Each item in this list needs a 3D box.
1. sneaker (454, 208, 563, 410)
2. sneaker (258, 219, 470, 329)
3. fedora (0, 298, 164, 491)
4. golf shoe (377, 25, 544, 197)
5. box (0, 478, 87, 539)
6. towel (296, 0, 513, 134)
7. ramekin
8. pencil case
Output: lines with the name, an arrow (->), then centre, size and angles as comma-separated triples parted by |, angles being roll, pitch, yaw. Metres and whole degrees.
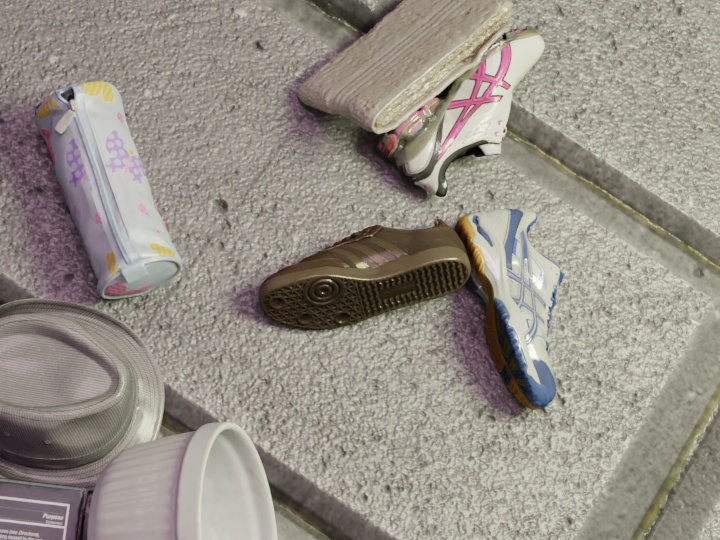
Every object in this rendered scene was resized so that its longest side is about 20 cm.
sneaker -> 0.158, 0.029, 1.645 | 0.088, 0.075, 0.200 | -13, 73, -15
sneaker -> 0.000, 0.000, 1.641 | 0.200, 0.071, 0.076 | -8, 42, -8
fedora -> -0.268, 0.098, 1.529 | 0.200, 0.090, 0.177 | 18, 68, -4
golf shoe -> 0.114, -0.155, 1.711 | 0.200, 0.073, 0.092 | -43, 87, -12
box -> -0.333, 0.274, 1.425 | 0.200, 0.123, 0.199 | 8, 70, -8
towel -> 0.046, -0.208, 1.698 | 0.200, 0.035, 0.132 | -40, 37, -19
ramekin -> -0.146, 0.229, 1.449 | 0.105, 0.200, 0.201 | -7, 69, 14
pencil case -> -0.230, -0.074, 1.603 | 0.083, 0.091, 0.200 | -17, 75, -16
